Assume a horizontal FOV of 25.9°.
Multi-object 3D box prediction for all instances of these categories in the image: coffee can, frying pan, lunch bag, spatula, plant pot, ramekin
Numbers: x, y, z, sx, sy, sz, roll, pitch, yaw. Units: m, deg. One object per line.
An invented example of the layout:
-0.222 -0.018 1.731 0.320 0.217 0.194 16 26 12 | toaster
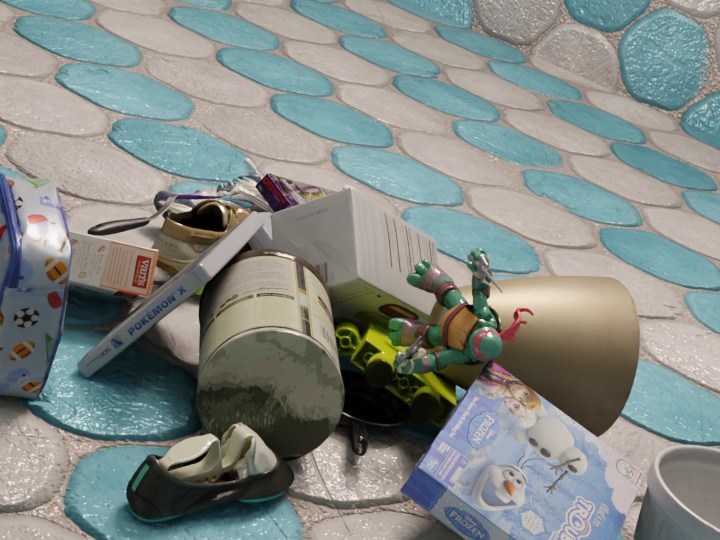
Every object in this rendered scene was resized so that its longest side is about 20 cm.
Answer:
-0.095 0.084 1.599 0.145 0.148 0.200 14 21 -10 | coffee can
0.011 0.159 1.659 0.114 0.031 0.190 10 23 -26 | frying pan
-0.335 0.016 1.500 0.075 0.201 0.161 4 38 -29 | lunch bag
-0.233 -0.066 1.764 0.056 0.021 0.199 -1 16 38 | spatula
0.181 0.083 1.766 0.198 0.189 0.188 11 22 -21 | plant pot
0.370 0.273 1.577 0.198 0.106 0.200 16 20 -6 | ramekin

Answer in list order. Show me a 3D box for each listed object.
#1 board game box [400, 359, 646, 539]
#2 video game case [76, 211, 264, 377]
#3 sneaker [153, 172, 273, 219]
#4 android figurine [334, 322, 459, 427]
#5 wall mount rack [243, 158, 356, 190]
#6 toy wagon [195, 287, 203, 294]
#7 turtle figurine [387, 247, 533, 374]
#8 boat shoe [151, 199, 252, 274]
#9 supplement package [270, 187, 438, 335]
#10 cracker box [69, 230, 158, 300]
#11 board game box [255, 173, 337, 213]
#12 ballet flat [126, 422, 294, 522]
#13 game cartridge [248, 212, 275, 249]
0.163 0.206 1.525 0.198 0.043 0.200 37 38 4 | board game box
-0.196 0.022 1.646 0.022 0.182 0.200 50 21 -6 | video game case
-0.165 -0.084 2.006 0.198 0.087 0.078 12 -9 -12 | sneaker
0.047 0.114 1.719 0.181 0.041 0.200 36 6 -3 | android figurine
-0.075 -0.082 2.126 0.172 0.075 0.200 10 22 -19 | wall mount rack
-0.139 0.012 1.892 0.154 0.040 0.200 1 28 -37 | toy wagon
0.096 0.056 1.624 0.101 0.150 0.200 40 -5 -21 | turtle figurine
-0.174 -0.048 1.859 0.074 0.067 0.200 25 23 17 | boat shoe
0.000 0.000 1.791 0.113 0.111 0.200 -17 -25 28 | supplement package
-0.328 -0.014 1.704 0.198 0.058 0.134 12 -5 -14 | cracker box
-0.041 -0.059 1.961 0.120 0.032 0.200 56 20 20 | board game box
-0.127 0.182 1.438 0.068 0.069 0.199 31 24 33 | ballet flat
-0.061 -0.010 1.905 0.199 0.041 0.134 16 36 -57 | game cartridge
